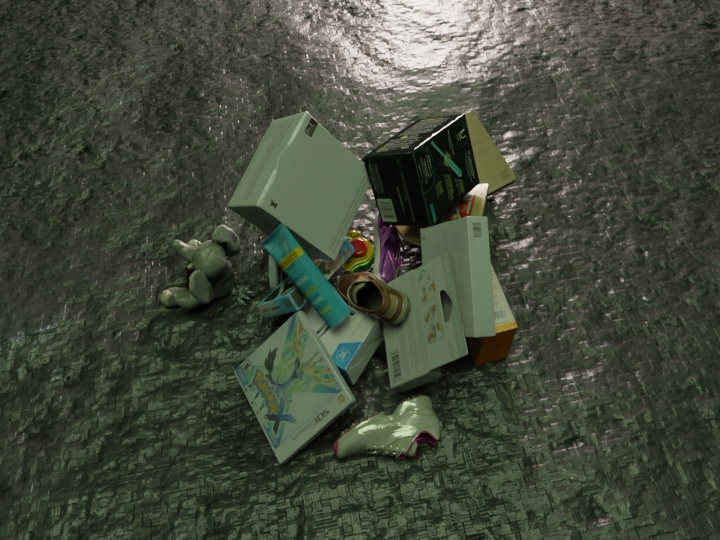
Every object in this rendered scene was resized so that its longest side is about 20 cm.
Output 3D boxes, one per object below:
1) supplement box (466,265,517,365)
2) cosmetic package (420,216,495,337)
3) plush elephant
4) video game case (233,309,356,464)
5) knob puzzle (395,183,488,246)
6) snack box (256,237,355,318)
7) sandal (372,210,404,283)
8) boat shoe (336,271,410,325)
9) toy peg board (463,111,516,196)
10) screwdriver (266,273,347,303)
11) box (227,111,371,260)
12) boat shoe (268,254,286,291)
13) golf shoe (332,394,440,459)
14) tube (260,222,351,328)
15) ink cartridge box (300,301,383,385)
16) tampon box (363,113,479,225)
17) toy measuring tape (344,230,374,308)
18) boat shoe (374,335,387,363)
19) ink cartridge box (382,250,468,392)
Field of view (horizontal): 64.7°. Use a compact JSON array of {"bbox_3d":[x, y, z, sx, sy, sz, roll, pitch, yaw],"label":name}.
[{"bbox_3d":[0.227,0.061,1.102,0.072,0.127,0.203,-12,56,-4],"label":"supplement box"},{"bbox_3d":[0.171,0.015,1.020,0.051,0.150,0.206,-2,87,-29],"label":"cosmetic package"},{"bbox_3d":[-0.319,-0.009,1.156,0.196,0.156,0.167,16,58,14],"label":"plush elephant"},{"bbox_3d":[-0.124,0.207,1.025,0.182,0.022,0.202,-42,63,12],"label":"video game case"},{"bbox_3d":[0.161,-0.108,1.185,0.214,0.031,0.222,-14,39,11],"label":"knob puzzle"},{"bbox_3d":[-0.106,0.014,1.135,0.037,0.115,0.200,56,49,-15],"label":"snack box"},{"bbox_3d":[0.068,-0.047,1.207,0.049,0.082,0.207,-23,52,39],"label":"sandal"},{"bbox_3d":[0.010,0.040,1.061,0.198,0.071,0.077,18,88,53],"label":"boat shoe"},{"bbox_3d":[0.222,-0.232,1.330,0.197,0.098,0.202,-26,74,-13],"label":"toy peg board"},{"bbox_3d":[-0.116,0.036,1.195,0.196,0.029,0.028,22,59,16],"label":"screwdriver"},{"bbox_3d":[-0.110,-0.155,1.087,0.129,0.199,0.202,7,67,52],"label":"box"},{"bbox_3d":[-0.151,-0.056,1.185,0.064,0.070,0.206,5,87,2],"label":"boat shoe"},{"bbox_3d":[0.050,0.292,0.991,0.196,0.076,0.093,-22,61,-10],"label":"golf shoe"},{"bbox_3d":[-0.096,0.011,1.024,0.201,0.077,0.050,51,35,-5],"label":"tube"},{"bbox_3d":[-0.069,0.118,1.090,0.197,0.067,0.117,22,65,29],"label":"ink cartridge box"},{"bbox_3d":[0.126,-0.200,1.130,0.124,0.153,0.199,5,33,42],"label":"tampon box"},{"bbox_3d":[0.000,0.000,1.190,0.072,0.074,0.204,-5,58,-1],"label":"toy measuring tape"},{"bbox_3d":[0.099,0.094,1.120,0.067,0.074,0.201,29,77,28],"label":"boat shoe"},{"bbox_3d":[0.114,0.090,1.009,0.172,0.043,0.204,-30,52,34],"label":"ink cartridge box"}]
